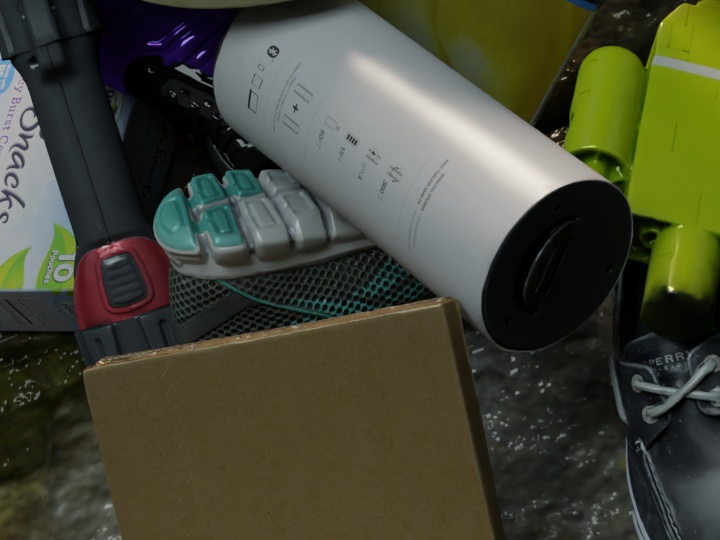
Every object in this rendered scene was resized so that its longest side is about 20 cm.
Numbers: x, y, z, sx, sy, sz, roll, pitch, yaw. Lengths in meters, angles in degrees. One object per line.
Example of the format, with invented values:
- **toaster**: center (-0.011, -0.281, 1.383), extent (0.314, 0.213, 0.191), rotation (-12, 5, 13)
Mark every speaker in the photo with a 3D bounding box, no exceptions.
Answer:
- **speaker**: center (0.022, -0.048, 1.025), extent (0.081, 0.081, 0.200), rotation (-46, 49, -5)

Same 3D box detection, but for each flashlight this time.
- **flashlight**: center (-0.125, -0.047, 1.161), extent (0.068, 0.068, 0.201), rotation (-14, 94, 44)

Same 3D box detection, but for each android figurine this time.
- **android figurine**: center (0.178, -0.050, 1.044), extent (0.181, 0.041, 0.201), rotation (15, 53, 3)

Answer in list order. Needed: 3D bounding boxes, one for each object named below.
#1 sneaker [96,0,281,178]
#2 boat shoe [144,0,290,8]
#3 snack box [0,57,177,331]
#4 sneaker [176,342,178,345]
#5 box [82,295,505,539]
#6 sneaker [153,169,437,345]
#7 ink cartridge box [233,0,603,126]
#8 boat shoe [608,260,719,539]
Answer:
- **sneaker**: center (-0.068, -0.089, 1.194), extent (0.199, 0.070, 0.100), rotation (3, 71, 1)
- **boat shoe**: center (-0.091, -0.166, 1.080), extent (0.199, 0.069, 0.075), rotation (18, 33, 36)
- **snack box**: center (-0.168, -0.066, 1.273), extent (0.142, 0.053, 0.201), rotation (0, 61, 26)
- **sneaker**: center (-0.022, 0.102, 1.089), extent (0.088, 0.077, 0.200), rotation (-27, 58, -2)
- **box**: center (-0.017, 0.122, 0.990), extent (0.163, 0.021, 0.201), rotation (-11, 96, 20)
- **sneaker**: center (0.000, 0.000, 1.109), extent (0.199, 0.092, 0.078), rotation (-5, 32, -18)
- **ink cartridge box**: center (0.013, -0.152, 1.091), extent (0.199, 0.198, 0.047), rotation (24, 48, -2)
- **boat shoe**: center (0.139, 0.048, 1.029), extent (0.071, 0.068, 0.201), rotation (-13, 56, 20)
